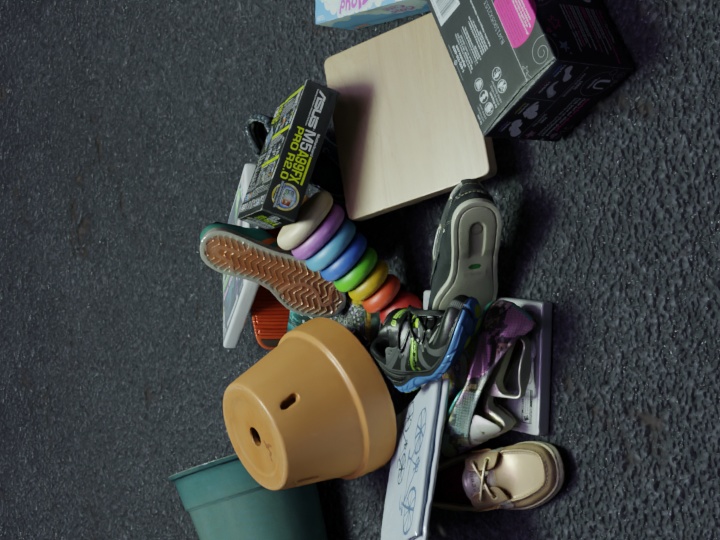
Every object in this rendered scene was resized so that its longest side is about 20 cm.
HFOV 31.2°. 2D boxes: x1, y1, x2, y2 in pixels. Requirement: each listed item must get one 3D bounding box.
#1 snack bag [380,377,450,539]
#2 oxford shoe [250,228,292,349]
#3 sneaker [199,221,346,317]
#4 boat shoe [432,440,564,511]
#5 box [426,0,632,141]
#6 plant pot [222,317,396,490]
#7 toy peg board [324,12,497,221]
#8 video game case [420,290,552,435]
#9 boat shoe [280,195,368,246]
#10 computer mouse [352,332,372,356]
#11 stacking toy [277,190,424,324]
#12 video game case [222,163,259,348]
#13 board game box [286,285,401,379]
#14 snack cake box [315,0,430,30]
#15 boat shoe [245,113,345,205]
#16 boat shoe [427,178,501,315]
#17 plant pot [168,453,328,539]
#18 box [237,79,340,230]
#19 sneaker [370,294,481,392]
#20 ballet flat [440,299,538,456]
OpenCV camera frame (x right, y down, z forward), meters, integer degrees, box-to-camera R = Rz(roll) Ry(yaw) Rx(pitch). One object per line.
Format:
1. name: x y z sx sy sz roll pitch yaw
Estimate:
1. snack bag: 0.059 0.230 1.456 0.200 0.021 0.189 120 161 -66
2. oxford shoe: -0.119 0.008 1.770 0.073 0.071 0.201 -176 90 -74
3. sneaker: -0.107 -0.010 1.617 0.071 0.200 0.080 -58 15 17
4. boat shoe: 0.138 0.232 1.408 0.200 0.069 0.074 -28 69 51
5. box: 0.168 -0.250 1.327 0.132 0.115 0.200 -46 54 45
6. plant pot: -0.072 0.172 1.545 0.200 0.140 0.200 35 135 43
7. toy peg board: 0.076 -0.175 1.490 0.199 0.098 0.201 -17 77 36
8. video game case: 0.138 0.099 1.451 0.200 0.018 0.144 5 95 53
9. boat shoe: -0.048 -0.045 1.652 0.071 0.070 0.200 -66 23 8
10. computer mouse: -0.022 0.134 1.601 0.059 0.034 0.200 53 152 21
11. stacking toy: 0.000 0.000 1.520 0.085 0.200 0.085 -45 13 13
12. video game case: -0.165 -0.017 1.770 0.200 0.023 0.182 116 155 -57
13. board game box: -0.025 0.055 1.660 0.200 0.028 0.136 27 111 51
14. snack cake box: 0.026 -0.364 1.556 0.200 0.067 0.115 -1 89 54
15. boat shoe: -0.073 -0.143 1.671 0.200 0.091 0.071 43 124 44
16. boat shoe: 0.111 -0.004 1.413 0.068 0.072 0.200 -114 27 -53
17. plant pot: -0.129 0.335 1.684 0.200 0.200 0.197 -27 78 50
18. box: -0.088 -0.133 1.538 0.200 0.044 0.161 174 116 -77
19. sneaker: 0.064 0.073 1.380 0.083 0.071 0.200 42 150 -4
20. ballet flat: 0.141 0.129 1.386 0.071 0.069 0.200 29 115 28
